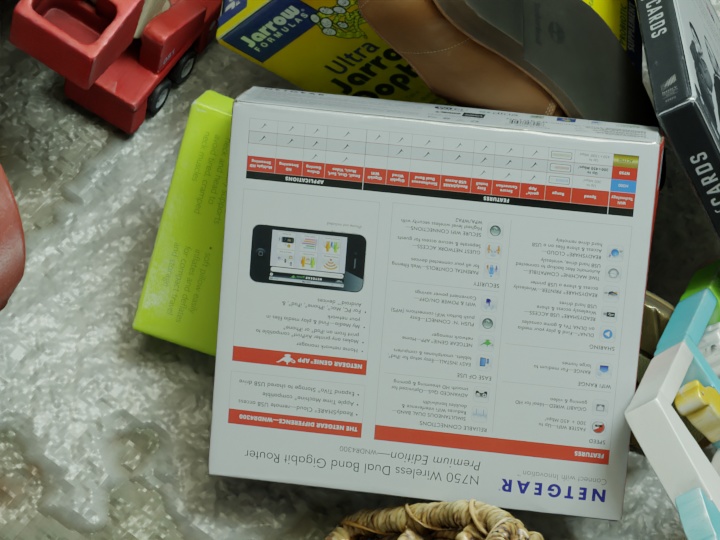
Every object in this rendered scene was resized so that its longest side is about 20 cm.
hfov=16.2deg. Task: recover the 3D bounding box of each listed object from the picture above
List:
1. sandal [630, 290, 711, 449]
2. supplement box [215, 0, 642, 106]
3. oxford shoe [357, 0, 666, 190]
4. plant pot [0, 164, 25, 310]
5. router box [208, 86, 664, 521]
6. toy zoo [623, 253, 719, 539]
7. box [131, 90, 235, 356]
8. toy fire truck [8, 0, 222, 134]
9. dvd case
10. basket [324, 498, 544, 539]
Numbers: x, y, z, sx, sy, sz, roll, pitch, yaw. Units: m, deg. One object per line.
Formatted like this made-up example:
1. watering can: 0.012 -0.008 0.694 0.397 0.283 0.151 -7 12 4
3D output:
1. sandal: 0.104 0.017 1.287 0.199 0.081 0.054 31 36 13
2. supplement box: 0.039 -0.139 1.291 0.199 0.109 0.109 26 52 -31
3. oxford shoe: 0.076 -0.095 1.214 0.200 0.071 0.072 37 44 -36
4. plant pot: -0.270 0.005 1.152 0.201 0.201 0.195 40 51 14
5. router box: 0.033 0.015 1.185 0.199 0.181 0.049 7 12 6
6. toy zoo: 0.181 0.086 1.195 0.132 0.020 0.200 56 29 -11
7. box: 0.000 0.000 1.236 0.199 0.123 0.048 17 14 4
8. toy fire truck: -0.105 -0.146 1.296 0.049 0.141 0.200 31 58 9
9. dvd case: 0.175 -0.083 1.269 0.025 0.151 0.201 -22 34 15
10. basket: 0.005 0.187 1.112 0.149 0.143 0.200 37 59 11
